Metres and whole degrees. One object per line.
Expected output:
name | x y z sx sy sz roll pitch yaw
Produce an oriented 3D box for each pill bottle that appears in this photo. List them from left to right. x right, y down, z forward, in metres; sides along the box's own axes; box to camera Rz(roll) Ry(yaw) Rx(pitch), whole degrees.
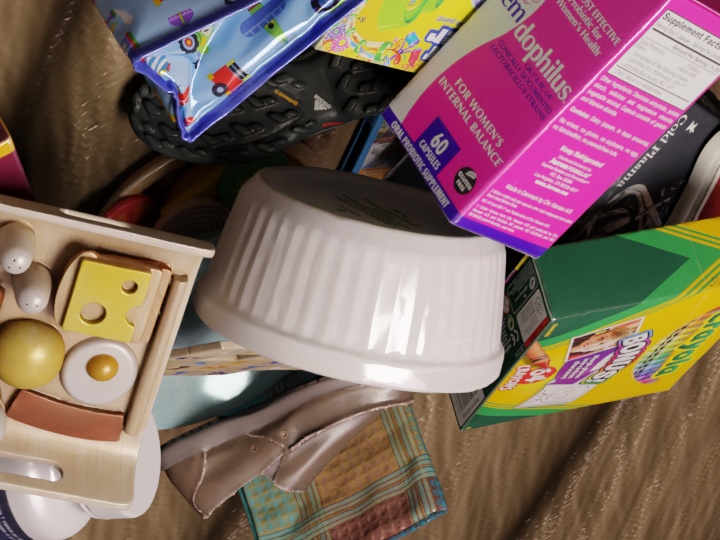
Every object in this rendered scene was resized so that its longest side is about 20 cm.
pill bottle | -0.240 0.126 1.600 0.199 0.112 0.111 -3 154 21

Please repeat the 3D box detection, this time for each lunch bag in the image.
lunch bag | -0.062 -0.198 1.375 0.200 0.151 0.094 -33 147 0

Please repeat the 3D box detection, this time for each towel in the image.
towel | -0.028 0.124 1.730 0.146 0.201 0.022 -30 142 12

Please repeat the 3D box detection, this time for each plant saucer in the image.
plant saucer | -0.105 0.028 1.647 0.200 0.039 0.201 -22 146 -16

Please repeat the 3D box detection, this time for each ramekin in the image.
ramekin | 0.000 0.000 1.513 0.202 0.202 0.095 1 107 -41

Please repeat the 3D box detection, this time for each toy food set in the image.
toy food set | -0.182 0.051 1.451 0.143 0.061 0.201 12 121 -15
toy food set | -0.109 -0.018 1.662 0.200 0.049 0.198 -37 147 6

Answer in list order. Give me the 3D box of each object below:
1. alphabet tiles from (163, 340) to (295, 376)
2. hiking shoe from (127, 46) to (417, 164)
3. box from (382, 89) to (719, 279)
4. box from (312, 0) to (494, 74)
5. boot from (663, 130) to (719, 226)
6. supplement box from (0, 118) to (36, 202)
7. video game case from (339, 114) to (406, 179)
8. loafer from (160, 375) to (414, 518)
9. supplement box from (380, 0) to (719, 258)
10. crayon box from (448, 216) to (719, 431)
alphabet tiles | -0.066 0.059 1.586 0.199 0.008 0.167 2 170 -42
hiking shoe | -0.052 -0.111 1.566 0.199 0.075 0.087 -10 -178 -5
box | 0.156 -0.074 1.719 0.200 0.124 0.196 -47 154 13
box | 0.067 -0.228 1.474 0.199 0.122 0.193 8 131 -45
boot | 0.283 0.006 1.711 0.072 0.144 0.200 -28 153 -30
supplement box | -0.257 -0.027 1.491 0.110 0.086 0.200 -27 147 -9
video game case | 0.047 -0.076 1.748 0.143 0.018 0.200 -6 138 -35
loafer | -0.045 0.119 1.697 0.199 0.071 0.073 -23 179 15
supplement box | 0.126 -0.119 1.462 0.200 0.101 0.103 -46 144 19
crayon box | 0.169 0.038 1.668 0.172 0.059 0.200 -9 158 -20
